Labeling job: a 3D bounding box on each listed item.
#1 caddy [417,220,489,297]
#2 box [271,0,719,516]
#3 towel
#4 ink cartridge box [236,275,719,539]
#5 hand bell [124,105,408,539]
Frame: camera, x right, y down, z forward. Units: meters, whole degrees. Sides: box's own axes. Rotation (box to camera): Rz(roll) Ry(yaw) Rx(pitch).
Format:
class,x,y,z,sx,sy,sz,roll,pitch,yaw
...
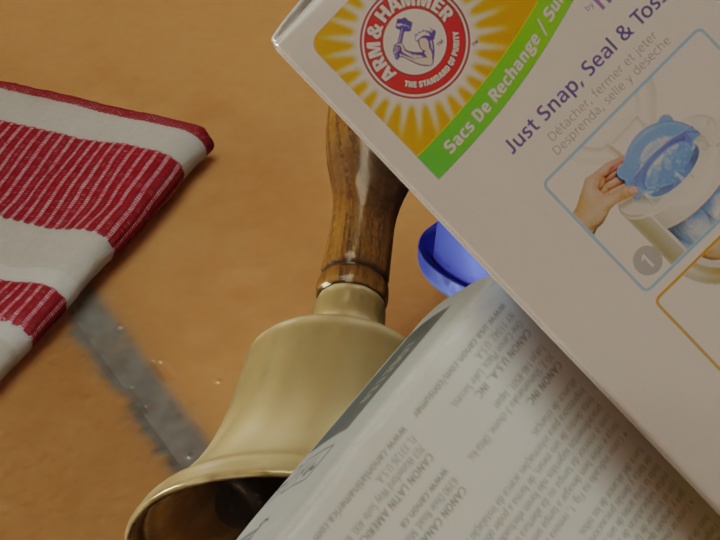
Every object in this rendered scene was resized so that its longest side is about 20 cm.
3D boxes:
class,x,y,z,sx,sy,sz,roll,pitch,yaw
caddy,0.115,-0.017,0.798,0.199,0.106,0.141,10,18,24
box,0.088,-0.025,0.662,0.101,0.200,0.112,-44,-2,11
towel,-0.161,-0.007,0.909,0.143,0.023,0.200,15,44,27
ink cartridge box,0.052,0.124,0.623,0.163,0.200,0.057,-48,9,-38
hand bell,0.000,0.000,0.754,0.103,0.104,0.201,1,55,13
